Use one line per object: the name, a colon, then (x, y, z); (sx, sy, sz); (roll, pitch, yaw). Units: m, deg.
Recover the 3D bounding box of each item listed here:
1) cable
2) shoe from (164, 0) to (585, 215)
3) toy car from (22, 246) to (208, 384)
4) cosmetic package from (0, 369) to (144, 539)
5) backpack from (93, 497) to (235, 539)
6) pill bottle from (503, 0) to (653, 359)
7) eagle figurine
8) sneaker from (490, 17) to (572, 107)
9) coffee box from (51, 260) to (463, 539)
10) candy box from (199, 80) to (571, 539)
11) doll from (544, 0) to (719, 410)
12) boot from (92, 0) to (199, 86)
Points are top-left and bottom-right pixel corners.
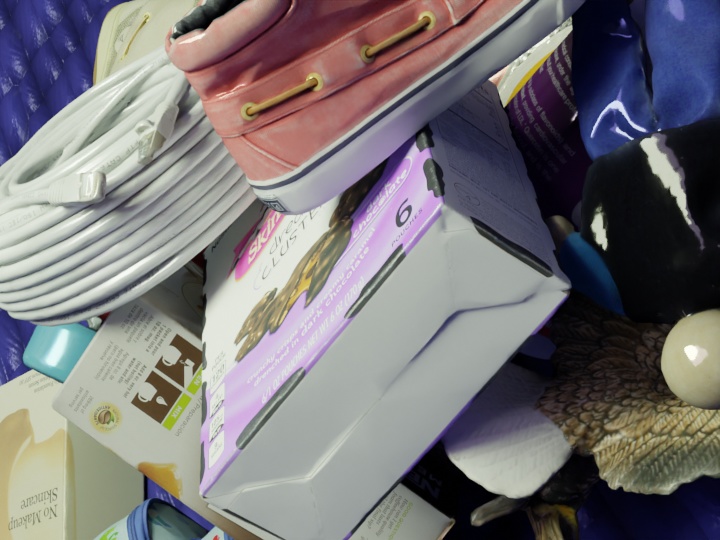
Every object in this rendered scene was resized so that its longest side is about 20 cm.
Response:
cable: (-0.117, -0.056, 0.777); (0.199, 0.069, 0.200); (-18, 27, 43)
shoe: (0.016, -0.118, 0.613); (0.200, 0.091, 0.071); (-40, 28, -7)
toy car: (-0.066, 0.023, 0.922); (0.199, 0.177, 0.185); (21, 78, 22)
cosmetic package: (-0.208, 0.172, 1.059); (0.105, 0.071, 0.201); (-26, 58, 40)
backpack: (-0.073, 0.219, 0.817); (0.147, 0.183, 0.200); (-40, 42, 1)
pill bottle: (0.125, -0.058, 0.735); (0.200, 0.112, 0.113); (-49, 46, 26)
eagle figurine: (0.143, 0.050, 0.660); (0.200, 0.152, 0.151); (-37, 11, 25)
sneaker: (0.070, -0.081, 0.843); (0.200, 0.078, 0.082); (-39, 46, 21)
coffee box: (-0.048, 0.086, 0.794); (0.080, 0.199, 0.114); (-55, -1, 13)
candy box: (0.000, 0.000, 0.682); (0.168, 0.071, 0.200); (-50, 23, 22)
doll: (0.131, -0.043, 0.614); (0.136, 0.048, 0.202); (-19, 66, 37)
boot: (-0.128, -0.119, 1.073); (0.154, 0.072, 0.202); (-14, 66, 42)
